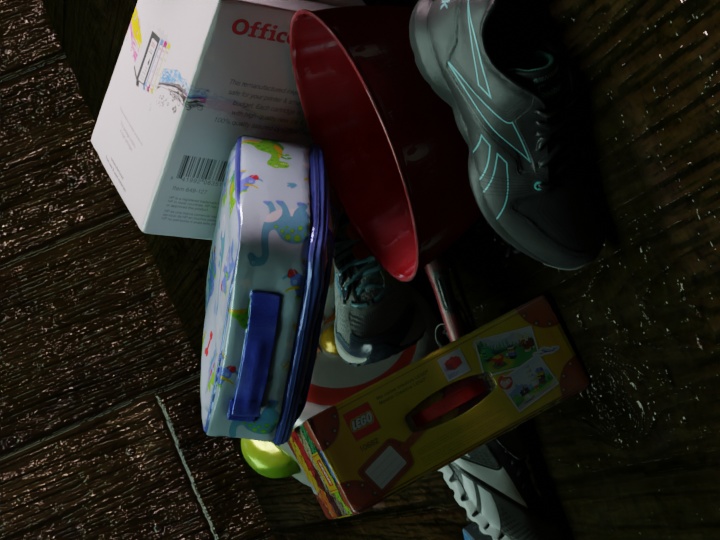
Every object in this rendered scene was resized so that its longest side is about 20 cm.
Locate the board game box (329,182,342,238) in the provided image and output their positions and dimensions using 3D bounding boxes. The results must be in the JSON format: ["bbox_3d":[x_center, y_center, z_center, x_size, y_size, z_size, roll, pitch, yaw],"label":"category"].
[{"bbox_3d":[-0.022,-0.097,1.407,0.103,0.019,0.201,-113,36,-70],"label":"board game box"}]

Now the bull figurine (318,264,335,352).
[{"bbox_3d":[-0.051,-0.015,1.547,0.121,0.201,0.065,10,148,32],"label":"bull figurine"}]

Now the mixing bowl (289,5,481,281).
[{"bbox_3d":[0.040,-0.105,1.210,0.201,0.108,0.200,61,167,25],"label":"mixing bowl"}]

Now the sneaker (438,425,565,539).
[{"bbox_3d":[0.111,0.156,1.448,0.200,0.090,0.066,47,-153,0],"label":"sneaker"}]

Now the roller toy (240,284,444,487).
[{"bbox_3d":[-0.009,0.094,1.577,0.140,0.181,0.201,78,-157,-51],"label":"roller toy"}]

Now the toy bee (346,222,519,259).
[{"bbox_3d":[0.030,-0.056,1.339,0.200,0.108,0.132,-175,64,-75],"label":"toy bee"}]

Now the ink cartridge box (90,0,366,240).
[{"bbox_3d":[-0.098,-0.143,1.350,0.145,0.146,0.201,54,129,48],"label":"ink cartridge box"}]

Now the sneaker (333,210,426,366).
[{"bbox_3d":[0.000,0.000,1.420,0.200,0.077,0.087,-98,-15,-58],"label":"sneaker"}]

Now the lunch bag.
[{"bbox_3d":[-0.070,0.018,1.272,0.161,0.082,0.201,-93,12,-55],"label":"lunch bag"}]

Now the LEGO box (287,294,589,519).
[{"bbox_3d":[0.053,0.106,1.308,0.077,0.199,0.149,62,167,5],"label":"LEGO box"}]

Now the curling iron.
[{"bbox_3d":[0.057,-0.012,1.478,0.050,0.025,0.201,24,135,68],"label":"curling iron"}]

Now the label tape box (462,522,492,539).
[{"bbox_3d":[0.170,0.316,1.502,0.200,0.066,0.144,44,155,53],"label":"label tape box"}]

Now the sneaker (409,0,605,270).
[{"bbox_3d":[0.101,-0.088,1.073,0.079,0.075,0.201,-10,116,56],"label":"sneaker"}]
